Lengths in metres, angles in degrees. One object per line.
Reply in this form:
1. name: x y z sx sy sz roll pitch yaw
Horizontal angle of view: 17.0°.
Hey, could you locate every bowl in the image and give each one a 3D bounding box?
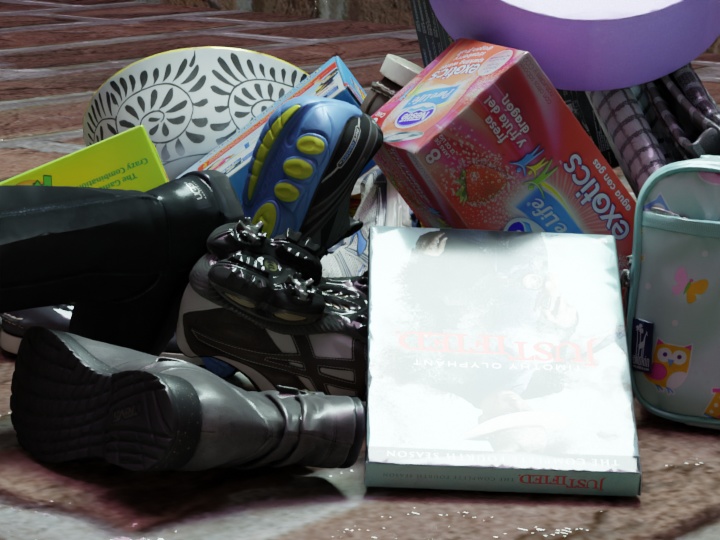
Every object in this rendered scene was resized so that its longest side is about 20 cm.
1. bowl: -0.114 -0.072 1.847 0.200 0.201 0.094 1 55 -4

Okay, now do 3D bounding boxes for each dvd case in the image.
1. dvd case: 0.074 0.045 1.311 0.145 0.022 0.200 3 40 0

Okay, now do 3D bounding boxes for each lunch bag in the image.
1. lunch bag: 0.246 0.011 1.378 0.199 0.161 0.077 6 11 17

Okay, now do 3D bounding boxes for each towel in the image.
1. towel: 0.219 -0.061 1.551 0.085 0.166 0.200 -28 -35 5

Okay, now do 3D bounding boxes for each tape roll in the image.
1. tape roll: 0.140 -0.207 1.511 0.199 0.066 0.201 -1 53 1

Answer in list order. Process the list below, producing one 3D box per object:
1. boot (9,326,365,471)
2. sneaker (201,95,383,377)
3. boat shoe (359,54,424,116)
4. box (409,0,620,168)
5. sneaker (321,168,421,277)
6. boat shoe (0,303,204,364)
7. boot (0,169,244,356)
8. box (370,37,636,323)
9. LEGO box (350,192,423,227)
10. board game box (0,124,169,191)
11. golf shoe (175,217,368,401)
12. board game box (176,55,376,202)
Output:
1. boot: -0.095 0.077 1.282 0.131 0.070 0.200 6 7 -35
2. sneaker: -0.043 -0.014 1.439 0.083 0.200 0.071 2 36 -42
3. boat shoe: 0.089 -0.068 1.551 0.200 0.060 0.072 27 8 -20
4. box: 0.121 -0.157 1.634 0.157 0.201 0.050 -19 18 -15
5. sneaker: 0.000 0.000 1.520 0.085 0.077 0.200 -11 33 5
6. boat shoe: -0.128 0.022 1.524 0.199 0.063 0.073 1 11 -4
7. boot: -0.179 0.012 1.348 0.200 0.165 0.066 -12 54 -50
8. box: 0.101 -0.034 1.464 0.095 0.200 0.103 -42 23 -9
9. LEGO box: 0.083 -0.006 1.665 0.199 0.077 0.149 8 13 28
10. board game box: -0.221 -0.030 1.564 0.199 0.048 0.102 -22 -4 -3
11. golf shoe: -0.012 0.045 1.391 0.200 0.095 0.078 26 34 -12
12. board game box: -0.075 -0.060 1.688 0.200 0.056 0.196 -37 10 5
